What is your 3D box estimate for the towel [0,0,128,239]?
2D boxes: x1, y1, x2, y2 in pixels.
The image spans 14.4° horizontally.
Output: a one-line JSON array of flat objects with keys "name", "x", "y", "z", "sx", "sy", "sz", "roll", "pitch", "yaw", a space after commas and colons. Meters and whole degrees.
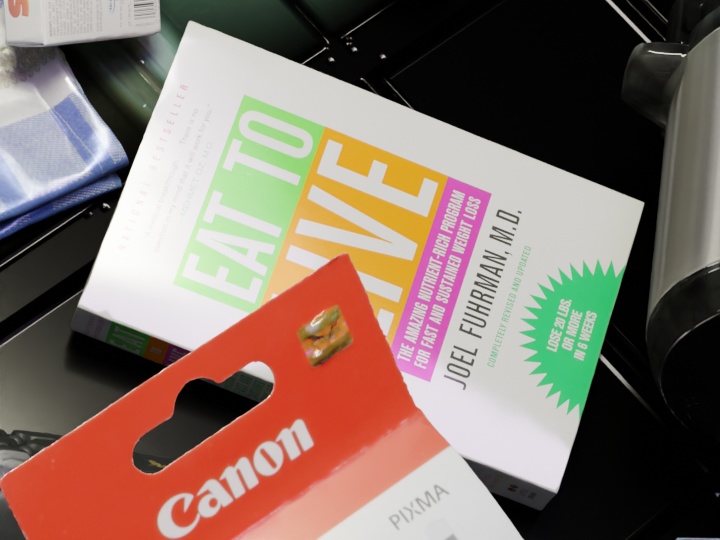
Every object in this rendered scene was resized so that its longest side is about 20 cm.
[{"name": "towel", "x": -0.199, "y": -0.092, "z": 1.147, "sx": 0.147, "sy": 0.024, "sz": 0.200, "roll": -24, "pitch": 71, "yaw": -23}]

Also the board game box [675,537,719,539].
[{"name": "board game box", "x": 0.189, "y": 0.200, "z": 1.078, "sx": 0.135, "sy": 0.034, "sz": 0.200, "roll": 2, "pitch": 62, "yaw": -13}]

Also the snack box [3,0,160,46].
[{"name": "snack box", "x": -0.115, "y": -0.192, "z": 1.136, "sx": 0.072, "sy": 0.024, "sz": 0.200, "roll": -13, "pitch": 104, "yaw": -51}]

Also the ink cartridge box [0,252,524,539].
[{"name": "ink cartridge box", "x": -0.015, "y": 0.121, "z": 1.003, "sx": 0.162, "sy": 0.057, "sz": 0.200, "roll": -34, "pitch": 117, "yaw": -26}]

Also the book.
[{"name": "book", "x": 0.000, "y": 0.000, "z": 1.137, "sx": 0.200, "sy": 0.048, "sz": 0.134, "roll": 21, "pitch": 64, "yaw": -4}]

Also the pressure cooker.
[{"name": "pressure cooker", "x": 0.201, "y": -0.035, "z": 1.128, "sx": 0.176, "sy": 0.178, "sz": 0.200, "roll": 34, "pitch": 52, "yaw": -35}]

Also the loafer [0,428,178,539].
[{"name": "loafer", "x": -0.063, "y": 0.105, "z": 1.058, "sx": 0.200, "sy": 0.068, "sz": 0.071, "roll": 9, "pitch": 98, "yaw": -17}]
